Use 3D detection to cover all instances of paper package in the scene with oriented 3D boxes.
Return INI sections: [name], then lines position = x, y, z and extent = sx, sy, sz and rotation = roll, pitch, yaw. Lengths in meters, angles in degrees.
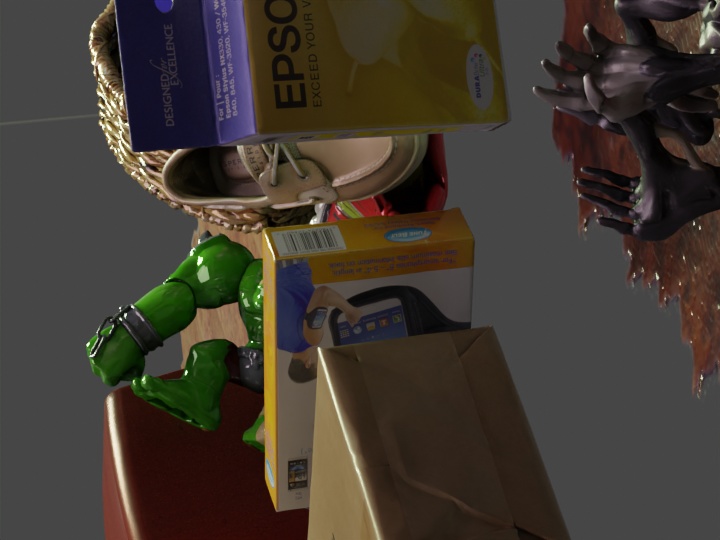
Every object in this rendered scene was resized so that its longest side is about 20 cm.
[paper package]
position = 0.039, 0.163, 1.377
extent = 0.191, 0.103, 0.201
rotation = -109, 18, -46

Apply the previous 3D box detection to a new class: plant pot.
[plant pot]
position = -0.078, 0.166, 1.654
extent = 0.200, 0.199, 0.177
rotation = 98, 150, -53

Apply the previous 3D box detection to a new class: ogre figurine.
[ogre figurine]
position = -0.062, 0.049, 1.575
extent = 0.120, 0.199, 0.098
rotation = -66, -30, -16

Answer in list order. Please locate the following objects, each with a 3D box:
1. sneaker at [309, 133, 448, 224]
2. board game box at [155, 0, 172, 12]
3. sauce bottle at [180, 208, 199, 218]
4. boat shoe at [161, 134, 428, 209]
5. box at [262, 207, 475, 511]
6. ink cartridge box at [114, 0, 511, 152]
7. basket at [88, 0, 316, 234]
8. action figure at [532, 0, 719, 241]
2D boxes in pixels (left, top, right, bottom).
[sneaker]
position = 0.016, -0.034, 1.484
extent = 0.085, 0.077, 0.201
rotation = -127, 29, -52
[board game box]
position = -0.078, -0.209, 1.528
extent = 0.045, 0.151, 0.201
rotation = 8, -107, -65
[sauce bottle]
position = -0.114, -0.136, 1.766
extent = 0.065, 0.064, 0.201
rotation = -119, 22, -64
[boat shoe]
position = -0.040, -0.068, 1.440
extent = 0.200, 0.065, 0.073
rotation = -9, 97, 50
[box]
position = 0.004, 0.064, 1.467
extent = 0.042, 0.118, 0.201
rotation = -115, 21, -58
[ink cartridge box]
position = -0.029, -0.165, 1.294
extent = 0.047, 0.199, 0.199
rotation = 162, 102, -65
[basket]
position = -0.086, -0.132, 1.606
extent = 0.200, 0.142, 0.150
rotation = 34, 136, 41
[action figure]
position = 0.106, -0.098, 0.890
extent = 0.200, 0.101, 0.119
rotation = 96, 176, -53
